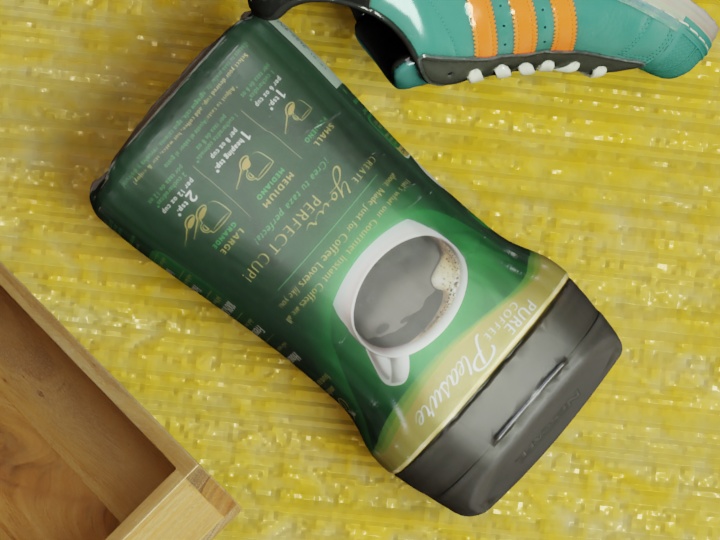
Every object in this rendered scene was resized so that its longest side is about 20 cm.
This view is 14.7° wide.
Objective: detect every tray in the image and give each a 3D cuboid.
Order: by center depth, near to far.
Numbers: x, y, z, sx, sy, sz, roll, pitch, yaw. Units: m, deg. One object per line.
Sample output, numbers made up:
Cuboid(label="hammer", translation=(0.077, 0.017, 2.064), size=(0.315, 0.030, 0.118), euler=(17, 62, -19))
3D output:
Cuboid(label="tray", translation=(-0.136, 0.063, 1.025), size=(0.099, 0.200, 0.037), euler=(-45, 134, -4))

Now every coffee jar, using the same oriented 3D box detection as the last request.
Cuboid(label="coffee jar", translation=(0.000, 0.000, 1.077), size=(0.200, 0.085, 0.104), euler=(42, 84, -1))

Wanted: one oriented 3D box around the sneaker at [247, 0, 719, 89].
Cuboid(label="sneaker", translation=(0.044, -0.102, 1.079), size=(0.200, 0.071, 0.080), euler=(19, 97, -25))

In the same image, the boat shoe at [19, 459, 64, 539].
Cuboid(label="boat shoe", translation=(-0.145, 0.165, 1.068), size=(0.091, 0.071, 0.200), euler=(37, 102, -28))
